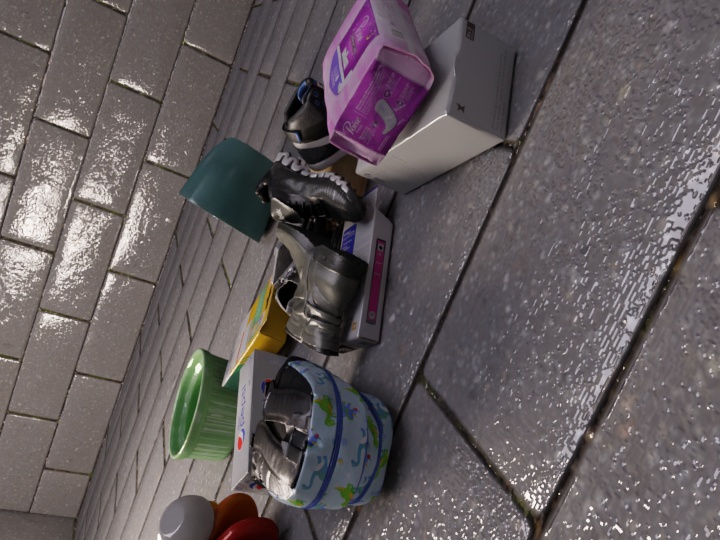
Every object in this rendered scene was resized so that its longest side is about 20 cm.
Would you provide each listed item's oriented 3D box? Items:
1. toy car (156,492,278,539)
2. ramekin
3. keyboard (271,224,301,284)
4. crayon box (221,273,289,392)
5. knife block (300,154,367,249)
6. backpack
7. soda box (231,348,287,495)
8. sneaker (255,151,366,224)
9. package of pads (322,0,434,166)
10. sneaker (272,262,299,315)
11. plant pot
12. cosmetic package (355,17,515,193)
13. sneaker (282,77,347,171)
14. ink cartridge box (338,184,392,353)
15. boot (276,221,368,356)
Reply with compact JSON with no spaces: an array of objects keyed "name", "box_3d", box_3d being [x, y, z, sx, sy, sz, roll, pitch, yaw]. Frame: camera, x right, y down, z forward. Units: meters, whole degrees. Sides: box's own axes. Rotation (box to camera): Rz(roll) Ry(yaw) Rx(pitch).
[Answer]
[{"name":"toy car","box_3d":[-0.170,0.390,0.777,0.146,0.177,0.204,-20,44,13]},{"name":"ramekin","box_3d":[-0.286,0.260,1.140,0.200,0.095,0.205,-44,37,46]},{"name":"keyboard","box_3d":[-0.103,-0.041,0.945,0.201,0.010,0.058,-62,-19,-66]},{"name":"crayon box","box_3d":[-0.169,0.105,1.030,0.201,0.050,0.128,-53,22,38]},{"name":"knife block","box_3d":[-0.030,-0.109,0.887,0.202,0.063,0.178,-57,29,29]},{"name":"backpack","box_3d":[-0.049,0.183,0.663,0.200,0.150,0.168,120,168,-75]},{"name":"soda box","box_3d":[-0.151,0.228,0.916,0.069,0.062,0.204,-50,33,39]},{"name":"sneaker","box_3d":[-0.075,-0.093,0.812,0.091,0.067,0.198,-46,48,-15]},{"name":"package of pads","box_3d":[0.013,-0.224,0.667,0.121,0.074,0.203,-53,27,32]},{"name":"sneaker","box_3d":[-0.096,0.022,0.914,0.077,0.080,0.200,-67,25,9]},{"name":"plant pot","box_3d":[-0.263,-0.181,1.287,0.164,0.198,0.200,-59,25,-2]},{"name":"cosmetic package","box_3d":[0.078,-0.176,0.683,0.198,0.079,0.116,-15,61,60]},{"name":"sneaker","box_3d":[-0.018,-0.228,0.803,0.198,0.112,0.074,-35,43,11]},{"name":"ink cartridge box","box_3d":[0.000,0.000,0.783,0.094,0.036,0.206,-27,53,58]},{"name":"boot","box_3d":[-0.074,0.021,0.782,0.199,0.066,0.134,33,104,52]}]
